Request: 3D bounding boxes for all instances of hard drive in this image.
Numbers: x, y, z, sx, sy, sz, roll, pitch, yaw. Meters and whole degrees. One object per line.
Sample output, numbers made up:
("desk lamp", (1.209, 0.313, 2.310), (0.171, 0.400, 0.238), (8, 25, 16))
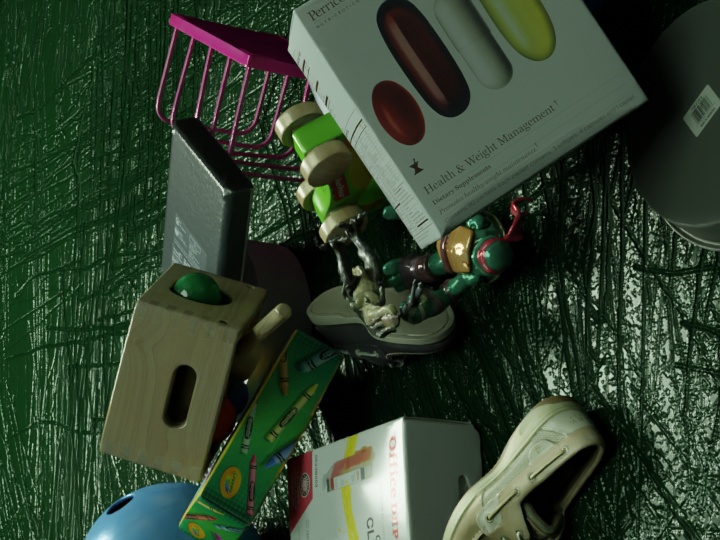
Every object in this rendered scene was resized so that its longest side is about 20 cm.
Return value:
("hard drive", (-0.162, -0.038, 1.638), (0.140, 0.033, 0.200), (50, 142, 42))

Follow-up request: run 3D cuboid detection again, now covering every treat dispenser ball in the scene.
("treat dispenser ball", (-0.194, 0.320, 1.637), (0.201, 0.201, 0.201), (-18, 69, 54))

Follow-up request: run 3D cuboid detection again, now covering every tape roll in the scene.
("tape roll", (-0.132, 0.066, 1.723), (0.200, 0.066, 0.200), (-16, 70, 55))

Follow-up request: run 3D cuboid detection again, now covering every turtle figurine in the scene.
("turtle figurine", (0.079, -0.021, 1.394), (0.200, 0.101, 0.150), (14, 88, 70))

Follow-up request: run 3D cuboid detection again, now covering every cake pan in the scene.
("cake pan", (0.270, -0.115, 1.181), (0.200, 0.037, 0.200), (-18, 68, 54))

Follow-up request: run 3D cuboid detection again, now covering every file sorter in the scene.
("file sorter", (-0.116, -0.181, 1.687), (0.200, 0.139, 0.125), (35, 113, 54))

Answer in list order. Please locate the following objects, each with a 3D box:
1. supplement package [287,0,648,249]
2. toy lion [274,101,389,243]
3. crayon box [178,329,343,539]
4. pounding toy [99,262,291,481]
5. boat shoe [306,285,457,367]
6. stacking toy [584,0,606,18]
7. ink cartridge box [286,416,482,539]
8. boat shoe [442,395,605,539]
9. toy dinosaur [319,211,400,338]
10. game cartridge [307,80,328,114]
("supplement package", (0.077, -0.153, 1.223), (0.200, 0.191, 0.147), (56, 175, 0))
("toy lion", (0.027, -0.126, 1.450), (0.069, 0.192, 0.200), (58, 172, 25))
("crayon box", (-0.097, 0.168, 1.542), (0.200, 0.058, 0.119), (-60, 2, -28))
("pounding toy", (-0.145, 0.084, 1.514), (0.184, 0.142, 0.200), (-65, -8, -75))
("boat shoe", (0.029, 0.058, 1.508), (0.200, 0.073, 0.063), (8, 133, 52))
("stacking toy", (0.164, -0.212, 1.331), (0.085, 0.085, 0.200), (47, 126, 50))
("ink cartridge box", (0.020, 0.223, 1.442), (0.200, 0.083, 0.145), (-27, 60, 51))
("boat shoe", (0.132, 0.197, 1.293), (0.200, 0.072, 0.065), (-59, 39, 21))
("toy dinosaur", (0.000, 0.000, 1.441), (0.200, 0.047, 0.088), (-99, -13, -73))
("game cartridge", (0.005, -0.224, 1.496), (0.200, 0.041, 0.133), (-60, 35, 39))
